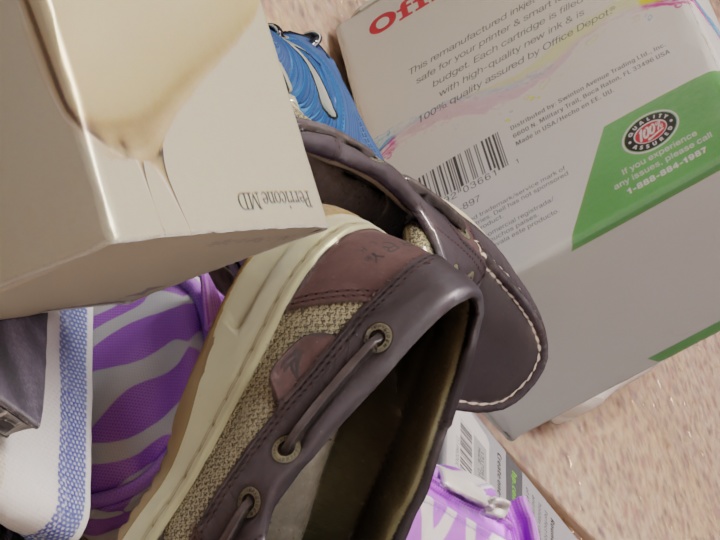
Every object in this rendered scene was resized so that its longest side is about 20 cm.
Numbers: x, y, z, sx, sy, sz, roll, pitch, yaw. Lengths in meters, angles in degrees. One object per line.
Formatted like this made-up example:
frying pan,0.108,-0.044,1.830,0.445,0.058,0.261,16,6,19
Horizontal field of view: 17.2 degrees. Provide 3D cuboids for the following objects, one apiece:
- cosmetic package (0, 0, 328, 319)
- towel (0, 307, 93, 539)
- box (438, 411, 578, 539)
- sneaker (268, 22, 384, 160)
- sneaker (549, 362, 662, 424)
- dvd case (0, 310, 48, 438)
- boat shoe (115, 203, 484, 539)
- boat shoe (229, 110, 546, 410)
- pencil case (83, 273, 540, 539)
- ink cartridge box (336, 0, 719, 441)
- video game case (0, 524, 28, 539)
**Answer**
cosmetic package,-0.087,-0.092,0.595,0.103,0.073,0.200,-8,79,-61
towel,-0.135,-0.023,0.601,0.200,0.024,0.147,37,40,-48
box,0.065,0.161,0.899,0.200,0.041,0.156,50,29,-34
sneaker,-0.047,-0.052,0.827,0.200,0.078,0.089,50,14,-42
sneaker,0.123,0.015,1.107,0.071,0.080,0.200,68,25,-4
dvd case,-0.126,-0.075,0.610,0.149,0.016,0.200,40,38,-44
boat shoe,-0.023,0.083,0.633,0.072,0.065,0.200,24,86,-49
boat shoe,0.000,0.000,0.768,0.200,0.072,0.065,41,4,-42
pencil case,-0.023,0.068,0.737,0.200,0.085,0.084,35,37,-50
ink cartridge box,0.082,-0.054,0.951,0.088,0.145,0.200,49,18,-40
video game case,-0.157,-0.001,0.588,0.200,0.023,0.182,22,49,-60
